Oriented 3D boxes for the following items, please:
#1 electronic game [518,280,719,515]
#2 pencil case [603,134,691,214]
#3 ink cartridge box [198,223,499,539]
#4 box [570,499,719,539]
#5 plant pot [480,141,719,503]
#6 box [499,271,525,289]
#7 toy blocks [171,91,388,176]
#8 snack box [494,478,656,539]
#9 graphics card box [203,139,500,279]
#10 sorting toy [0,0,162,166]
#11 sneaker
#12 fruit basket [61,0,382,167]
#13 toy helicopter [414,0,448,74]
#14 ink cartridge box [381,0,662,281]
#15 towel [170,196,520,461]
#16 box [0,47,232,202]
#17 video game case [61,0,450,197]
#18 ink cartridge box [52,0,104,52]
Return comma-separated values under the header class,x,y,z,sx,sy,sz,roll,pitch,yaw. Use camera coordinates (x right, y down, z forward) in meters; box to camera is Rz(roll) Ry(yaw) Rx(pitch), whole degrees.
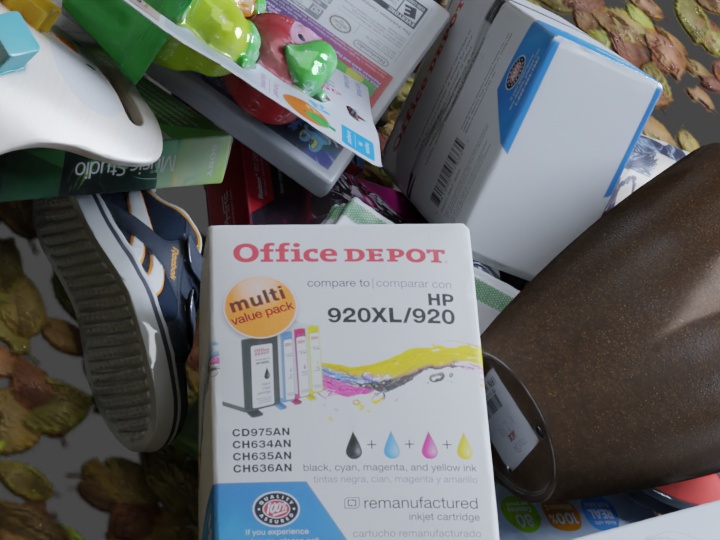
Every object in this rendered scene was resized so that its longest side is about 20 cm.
class,x,y,z,sx,sy,sz,roll,pitch,yaw
electronic game,0.177,0.075,1.462,0.200,0.042,0.200,28,36,-22
pencil case,0.207,-0.036,1.552,0.199,0.090,0.078,19,33,-25
ink cartridge box,-0.013,0.094,1.229,0.147,0.145,0.201,0,58,-6
box,0.204,0.214,1.246,0.200,0.107,0.152,-6,34,-44
plant pot,0.159,0.049,1.326,0.200,0.187,0.187,-25,68,-25
box,0.126,-0.041,1.615,0.100,0.075,0.200,15,42,-32
toy blocks,-0.051,-0.123,1.528,0.200,0.100,0.137,29,45,-36
snack box,0.108,0.173,1.383,0.168,0.068,0.200,3,51,-40
graphics card box,0.000,0.000,1.479,0.199,0.051,0.126,19,41,-28
sorting toy,-0.198,-0.117,1.284,0.180,0.107,0.200,23,16,-28
sneaker,-0.122,0.016,1.331,0.079,0.079,0.200,1,50,-33
fruit basket,-0.070,-0.143,1.343,0.199,0.094,0.185,27,15,-10
toy helicopter,0.024,-0.206,1.693,0.132,0.079,0.200,8,20,5
ink cartridge box,0.097,-0.092,1.473,0.084,0.145,0.200,21,12,-19
towel,0.001,0.059,1.348,0.149,0.031,0.200,28,58,13
box,-0.195,-0.086,1.349,0.199,0.036,0.144,-8,31,-39
video game case,-0.062,-0.163,1.466,0.200,0.023,0.182,36,51,-2
ink cartridge box,-0.265,-0.206,1.466,0.160,0.047,0.200,1,49,-40
